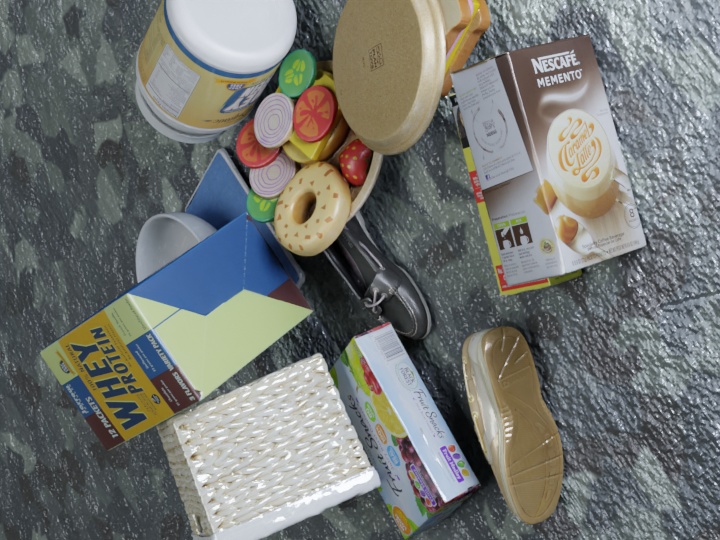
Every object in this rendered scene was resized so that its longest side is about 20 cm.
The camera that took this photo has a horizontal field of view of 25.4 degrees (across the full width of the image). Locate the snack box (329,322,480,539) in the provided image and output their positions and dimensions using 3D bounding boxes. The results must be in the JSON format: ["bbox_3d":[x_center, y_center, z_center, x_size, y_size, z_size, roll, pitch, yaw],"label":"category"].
[{"bbox_3d":[0.040,0.175,1.721,0.201,0.053,0.142,61,155,15],"label":"snack box"}]

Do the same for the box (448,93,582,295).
[{"bbox_3d":[0.147,-0.082,1.524,0.075,0.050,0.201,-11,94,50],"label":"box"}]

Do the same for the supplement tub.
[{"bbox_3d":[-0.165,-0.240,1.756,0.145,0.144,0.200,63,150,13],"label":"supplement tub"}]

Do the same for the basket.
[{"bbox_3d":[-0.111,0.206,1.769,0.162,0.199,0.198,66,166,2],"label":"basket"}]

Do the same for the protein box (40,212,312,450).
[{"bbox_3d":[-0.202,0.067,1.745,0.200,0.198,0.135,-30,96,47],"label":"protein box"}]

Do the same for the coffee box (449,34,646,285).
[{"bbox_3d":[0.170,-0.100,1.440,0.080,0.114,0.201,-14,93,52],"label":"coffee box"}]

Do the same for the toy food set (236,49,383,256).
[{"bbox_3d":[-0.055,-0.129,1.702,0.198,0.048,0.201,42,111,39],"label":"toy food set"}]

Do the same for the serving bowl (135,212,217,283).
[{"bbox_3d":[-0.194,0.020,1.937,0.200,0.066,0.201,28,128,44],"label":"serving bowl"}]

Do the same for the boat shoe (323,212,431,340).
[{"bbox_3d":[0.000,0.000,1.724,0.200,0.057,0.067,55,138,22],"label":"boat shoe"}]

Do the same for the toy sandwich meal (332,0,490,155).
[{"bbox_3d":[0.046,-0.213,1.566,0.205,0.070,0.207,6,97,57],"label":"toy sandwich meal"}]

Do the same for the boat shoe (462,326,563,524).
[{"bbox_3d":[0.149,0.153,1.599,0.069,0.073,0.201,-2,100,62],"label":"boat shoe"}]

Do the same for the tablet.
[{"bbox_3d":[-0.140,-0.034,1.915,0.200,0.014,0.130,56,139,19],"label":"tablet"}]
